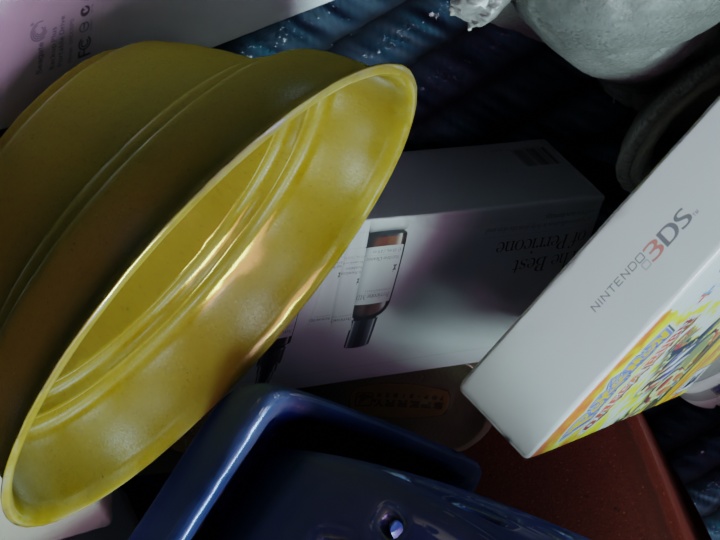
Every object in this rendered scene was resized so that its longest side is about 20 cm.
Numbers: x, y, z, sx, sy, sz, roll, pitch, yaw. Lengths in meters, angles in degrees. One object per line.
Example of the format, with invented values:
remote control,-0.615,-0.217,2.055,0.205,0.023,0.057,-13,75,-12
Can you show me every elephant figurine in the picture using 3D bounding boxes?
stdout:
elephant figurine,0.118,-0.100,0.976,0.154,0.142,0.200,3,150,5

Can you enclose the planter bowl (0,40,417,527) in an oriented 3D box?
planter bowl,-0.076,-0.016,0.856,0.200,0.083,0.200,-46,167,-13

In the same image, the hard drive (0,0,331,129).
hard drive,-0.067,-0.127,0.861,0.200,0.025,0.132,-26,140,-36

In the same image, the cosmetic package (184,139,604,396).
cosmetic package,0.000,0.000,1.021,0.199,0.051,0.083,-7,129,-35

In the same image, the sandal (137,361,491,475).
sandal,-0.034,0.061,1.064,0.199,0.054,0.081,1,124,-12

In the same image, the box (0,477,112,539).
box,-0.163,0.014,0.925,0.077,0.095,0.200,-17,136,9

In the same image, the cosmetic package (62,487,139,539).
cosmetic package,-0.169,0.186,1.081,0.199,0.102,0.071,-24,137,-7

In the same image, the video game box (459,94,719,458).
video game box,0.148,-0.020,0.995,0.200,0.047,0.182,-50,162,22

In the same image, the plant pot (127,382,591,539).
plant pot,0.004,0.163,0.965,0.200,0.180,0.200,-57,148,6

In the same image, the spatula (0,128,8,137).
spatula,-0.085,-0.035,0.986,0.200,0.021,0.057,19,113,-38

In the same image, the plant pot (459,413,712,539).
plant pot,0.080,0.169,1.149,0.200,0.176,0.200,-32,136,1

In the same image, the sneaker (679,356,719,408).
sneaker,0.192,-0.023,1.112,0.082,0.075,0.200,28,109,-39
